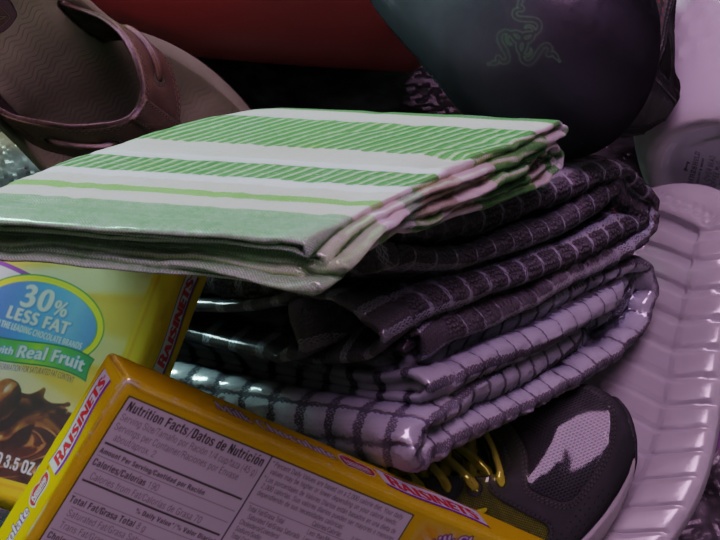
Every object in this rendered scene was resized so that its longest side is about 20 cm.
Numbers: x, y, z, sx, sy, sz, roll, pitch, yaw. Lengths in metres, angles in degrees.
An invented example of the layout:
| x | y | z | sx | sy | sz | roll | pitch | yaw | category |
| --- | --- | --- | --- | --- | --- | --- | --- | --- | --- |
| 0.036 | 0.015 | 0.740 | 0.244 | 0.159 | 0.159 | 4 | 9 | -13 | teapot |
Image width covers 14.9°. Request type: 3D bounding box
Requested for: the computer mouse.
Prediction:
| x | y | z | sx | sy | sz | roll | pitch | yaw | category |
| --- | --- | --- | --- | --- | --- | --- | --- | --- | --- |
| 0.035 | -0.121 | 1.059 | 0.053 | 0.139 | 0.200 | 19 | 26 | -53 | computer mouse |

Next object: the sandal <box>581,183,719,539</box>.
| x | y | z | sx | sy | sz | roll | pitch | yaw | category |
| --- | --- | --- | --- | --- | --- | --- | --- | --- | --- |
| 0.114 | 0.057 | 1.097 | 0.082 | 0.050 | 0.203 | 9 | 60 | 30 | sandal |

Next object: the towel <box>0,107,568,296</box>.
| x | y | z | sx | sy | sz | roll | pitch | yaw | category |
| --- | --- | --- | --- | --- | --- | --- | --- | --- | --- |
| -0.031 | -0.027 | 0.945 | 0.152 | 0.023 | 0.200 | 5 | 16 | 26 | towel |

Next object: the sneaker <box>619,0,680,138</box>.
| x | y | z | sx | sy | sz | roll | pitch | yaw | category |
| --- | --- | --- | --- | --- | --- | --- | --- | --- | --- |
| 0.077 | -0.135 | 1.127 | 0.098 | 0.071 | 0.201 | 10 | 53 | -49 | sneaker |

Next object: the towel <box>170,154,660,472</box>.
| x | y | z | sx | sy | sz | roll | pitch | yaw | category |
| --- | --- | --- | --- | --- | --- | --- | --- | --- | --- |
| 0.000 | 0.000 | 1.049 | 0.165 | 0.086 | 0.200 | 9 | 18 | 33 | towel |

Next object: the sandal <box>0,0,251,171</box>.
| x | y | z | sx | sy | sz | roll | pitch | yaw | category |
| --- | --- | --- | --- | --- | --- | --- | --- | --- | --- |
| -0.118 | -0.077 | 1.133 | 0.080 | 0.201 | 0.057 | -53 | 29 | 0 | sandal |

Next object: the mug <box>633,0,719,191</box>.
| x | y | z | sx | sy | sz | roll | pitch | yaw | category |
| --- | --- | --- | --- | --- | --- | --- | --- | --- | --- |
| 0.199 | -0.107 | 1.162 | 0.147 | 0.200 | 0.176 | 28 | 55 | 0 | mug |

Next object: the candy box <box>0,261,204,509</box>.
| x | y | z | sx | sy | sz | roll | pitch | yaw | category |
| --- | --- | --- | --- | --- | --- | --- | --- | --- | --- |
| -0.162 | 0.020 | 0.984 | 0.199 | 0.026 | 0.103 | 14 | 74 | 21 | candy box |

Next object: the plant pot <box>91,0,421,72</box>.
| x | y | z | sx | sy | sz | roll | pitch | yaw | category |
| --- | --- | --- | --- | --- | --- | --- | --- | --- | --- |
| -0.040 | -0.179 | 1.220 | 0.177 | 0.201 | 0.201 | 15 | 47 | -6 | plant pot |

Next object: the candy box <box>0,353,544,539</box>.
| x | y | z | sx | sy | sz | roll | pitch | yaw | category |
| --- | --- | --- | --- | --- | --- | --- | --- | --- | --- |
| -0.028 | 0.108 | 0.943 | 0.200 | 0.102 | 0.026 | 26 | 11 | -32 | candy box |

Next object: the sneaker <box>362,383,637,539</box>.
| x | y | z | sx | sy | sz | roll | pitch | yaw | category |
| --- | --- | --- | --- | --- | --- | --- | --- | --- | --- |
| 0.014 | 0.090 | 1.018 | 0.199 | 0.085 | 0.075 | -26 | 52 | -11 | sneaker |
